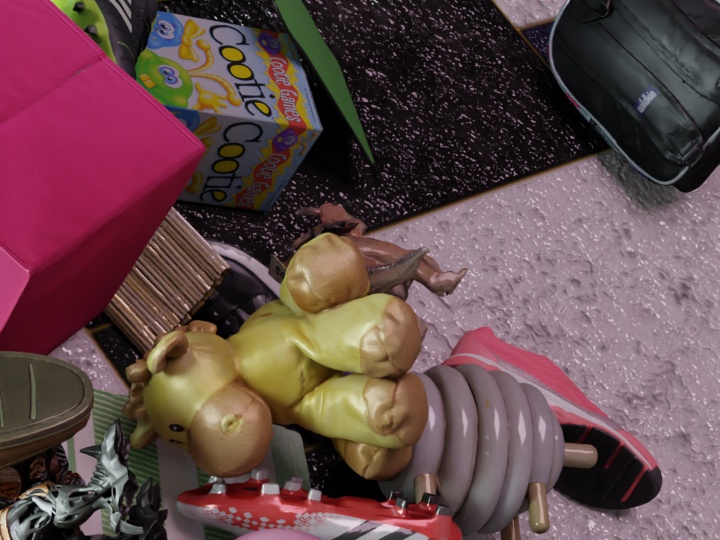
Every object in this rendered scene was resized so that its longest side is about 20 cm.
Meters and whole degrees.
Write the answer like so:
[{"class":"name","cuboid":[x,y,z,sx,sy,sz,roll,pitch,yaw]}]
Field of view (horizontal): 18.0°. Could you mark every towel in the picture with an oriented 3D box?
[{"class":"towel","cuboid":[-0.121,0.157,1.567,0.199,0.023,0.153,13,47,-28]}]

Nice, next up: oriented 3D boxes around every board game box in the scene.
[{"class":"board game box","cuboid":[-0.147,-0.126,1.749,0.199,0.105,0.103,6,48,-31]}]

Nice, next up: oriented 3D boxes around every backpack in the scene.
[{"class":"backpack","cuboid":[0.278,-0.192,2.066,0.200,0.178,0.150,44,18,16]}]

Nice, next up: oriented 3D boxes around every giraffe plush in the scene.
[{"class":"giraffe plush","cuboid":[-0.072,0.071,1.522,0.162,0.173,0.200,-22,34,-28]}]

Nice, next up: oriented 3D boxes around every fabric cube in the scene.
[{"class":"fabric cube","cuboid":[-0.264,-0.046,1.522,0.200,0.196,0.199,43,42,6]}]

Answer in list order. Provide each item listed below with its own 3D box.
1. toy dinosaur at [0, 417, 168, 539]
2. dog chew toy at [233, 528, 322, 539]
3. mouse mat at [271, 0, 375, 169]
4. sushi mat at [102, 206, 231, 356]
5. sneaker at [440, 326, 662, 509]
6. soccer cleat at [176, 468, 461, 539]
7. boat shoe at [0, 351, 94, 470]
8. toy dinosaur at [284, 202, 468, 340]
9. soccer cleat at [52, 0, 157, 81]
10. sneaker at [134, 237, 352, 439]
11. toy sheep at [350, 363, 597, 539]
[{"class":"toy dinosaur","cuboid":[-0.198,0.166,1.453,0.135,0.102,0.201,-17,73,4]},{"class":"dog chew toy","cuboid":[-0.080,0.253,1.436,0.124,0.125,0.200,43,49,7]},{"class":"mouse mat","cuboid":[-0.044,-0.191,1.851,0.200,0.007,0.161,56,10,-41]},{"class":"sushi mat","cuboid":[-0.190,-0.037,1.646,0.200,0.096,0.012,45,14,10]},{"class":"sneaker","cuboid":[0.155,0.107,1.770,0.200,0.074,0.087,33,39,-5]},{"class":"soccer cleat","cuboid":[-0.029,0.186,1.543,0.199,0.086,0.069,8,5,-12]},{"class":"boat shoe","cuboid":[-0.263,0.106,1.422,0.199,0.068,0.072,-11,48,-7]},{"class":"toy dinosaur","cuboid":[0.000,0.000,1.710,0.135,0.086,0.200,33,-5,0]},{"class":"soccer cleat","cuboid":[-0.179,-0.173,1.633,0.081,0.068,0.201,10,39,-31]},{"class":"sneaker","cuboid":[-0.081,0.051,1.658,0.199,0.076,0.088,29,47,-10]},{"class":"toy sheep","cuboid":[0.080,0.133,1.651,0.199,0.138,0.138,8,48,-24]}]
